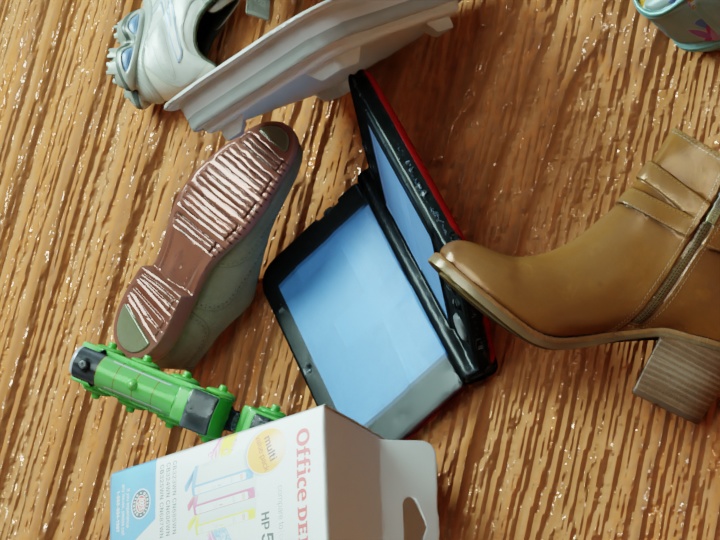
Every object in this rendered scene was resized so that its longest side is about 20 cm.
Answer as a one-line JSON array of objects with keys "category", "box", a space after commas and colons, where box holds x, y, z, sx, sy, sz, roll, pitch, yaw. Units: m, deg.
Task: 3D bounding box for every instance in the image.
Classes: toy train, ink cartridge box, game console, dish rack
[{"category": "toy train", "box": [-0.114, 0.094, 1.497, 0.199, 0.056, 0.042, 20, 89, 17]}, {"category": "ink cartridge box", "box": [-0.046, 0.179, 1.398, 0.199, 0.125, 0.129, -21, 57, 29]}, {"category": "game console", "box": [0.000, 0.000, 1.463, 0.118, 0.173, 0.201, -23, 51, -6]}, {"category": "dish rack", "box": [-0.022, -0.148, 1.510, 0.171, 0.200, 0.044, -29, 89, 39]}]

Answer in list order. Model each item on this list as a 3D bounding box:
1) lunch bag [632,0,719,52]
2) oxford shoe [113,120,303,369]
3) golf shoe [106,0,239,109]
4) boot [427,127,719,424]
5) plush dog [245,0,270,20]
[{"category": "lunch bag", "box": [0.263, -0.243, 1.403, 0.199, 0.077, 0.161, -24, 54, 26]}, {"category": "oxford shoe", "box": [-0.098, -0.017, 1.568, 0.200, 0.074, 0.071, -53, 50, 10]}, {"category": "golf shoe", "box": [-0.135, -0.223, 1.719, 0.097, 0.078, 0.202, -2, 72, 18]}, {"category": "boot", "box": [0.156, -0.017, 1.319, 0.199, 0.077, 0.156, 26, 92, 6]}, {"category": "plush dog", "box": [-0.058, -0.300, 1.608, 0.160, 0.172, 0.200, 35, 52, 21]}]
